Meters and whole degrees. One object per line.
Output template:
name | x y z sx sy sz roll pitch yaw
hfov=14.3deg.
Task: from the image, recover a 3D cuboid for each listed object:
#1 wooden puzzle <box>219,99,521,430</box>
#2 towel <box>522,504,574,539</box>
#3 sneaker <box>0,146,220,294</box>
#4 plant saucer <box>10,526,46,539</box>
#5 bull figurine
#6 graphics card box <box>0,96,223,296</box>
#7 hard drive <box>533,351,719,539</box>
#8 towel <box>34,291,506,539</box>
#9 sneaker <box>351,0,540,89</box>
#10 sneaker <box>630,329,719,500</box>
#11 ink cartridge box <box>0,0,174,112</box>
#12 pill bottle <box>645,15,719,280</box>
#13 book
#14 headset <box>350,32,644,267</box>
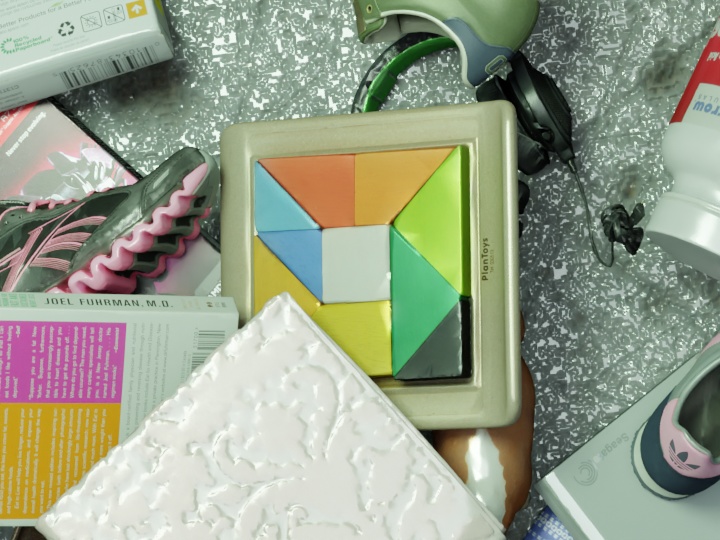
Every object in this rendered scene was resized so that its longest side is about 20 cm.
wooden puzzle | 0.000 0.000 1.649 0.199 0.037 0.187 -4 82 27
towel | 0.121 0.256 1.726 0.144 0.024 0.201 34 90 7
sneaker | -0.174 -0.017 1.686 0.200 0.079 0.096 -39 74 1
plant saucer | -0.116 0.195 1.729 0.199 0.037 0.202 0 95 2
bull figurine | 0.070 0.094 1.682 0.065 0.121 0.202 2 88 5
graphics card box | -0.170 -0.008 1.741 0.200 0.051 0.126 42 91 4
hard drive | 0.213 0.166 1.695 0.132 0.026 0.200 -36 86 -20
towel | -0.051 0.146 1.602 0.200 0.032 0.191 -42 84 -6
sneaker | 0.013 -0.178 1.674 0.199 0.067 0.090 30 96 17
sneaker | 0.240 0.051 1.671 0.070 0.082 0.200 39 74 1
ink cartridge box | -0.229 -0.190 1.743 0.196 0.047 0.201 -17 60 5
pill bottle | 0.244 -0.094 1.669 0.112 0.112 0.201 25 83 5
book | -0.174 0.079 1.644 0.198 0.048 0.135 2 111 -13
headset | 0.082 -0.067 1.700 0.199 0.094 0.124 33 91 16
